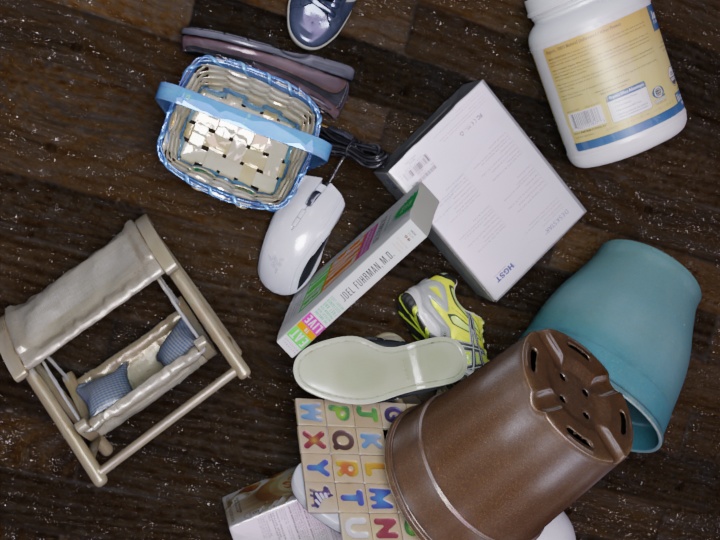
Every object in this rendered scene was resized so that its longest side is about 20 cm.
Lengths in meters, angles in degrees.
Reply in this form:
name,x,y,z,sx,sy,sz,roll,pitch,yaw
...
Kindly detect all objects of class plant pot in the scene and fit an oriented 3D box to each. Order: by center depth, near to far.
name,x,y,z,sx,sy,sz,roll,pitch,yaw
plant pot,0.160,0.177,1.009,0.199,0.202,0.198,35,126,-13
plant pot,0.297,0.076,1.148,0.199,0.200,0.189,38,72,-13

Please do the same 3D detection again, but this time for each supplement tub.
name,x,y,z,sx,sy,sz,roll,pitch,yaw
supplement tub,0.278,-0.236,1.127,0.143,0.145,0.203,-24,100,-9

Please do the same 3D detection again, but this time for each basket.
name,x,y,z,sx,sy,sz,roll,pitch,yaw
basket,-0.120,-0.140,1.013,0.174,0.200,0.141,21,83,-7

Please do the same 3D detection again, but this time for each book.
name,x,y,z,sx,sy,sz,roll,pitch,yaw
book,0.000,0.000,1.056,0.048,0.134,0.200,45,110,-8

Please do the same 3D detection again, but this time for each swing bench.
name,x,y,z,sx,sy,sz,roll,pitch,yaw
swing bench,-0.255,0.077,1.047,0.198,0.130,0.201,-36,101,-6

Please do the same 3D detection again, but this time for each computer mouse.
name,x,y,z,sx,sy,sz,roll,pitch,yaw
computer mouse,-0.056,-0.066,1.105,0.108,0.044,0.202,27,90,15

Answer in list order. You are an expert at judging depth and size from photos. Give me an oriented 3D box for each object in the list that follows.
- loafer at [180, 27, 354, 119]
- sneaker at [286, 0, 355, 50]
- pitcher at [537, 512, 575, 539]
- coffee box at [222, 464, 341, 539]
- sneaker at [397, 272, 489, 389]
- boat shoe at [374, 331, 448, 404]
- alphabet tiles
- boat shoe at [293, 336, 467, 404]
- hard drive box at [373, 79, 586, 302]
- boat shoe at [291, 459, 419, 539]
name,x,y,z,sx,sy,sz,roll,pitch,yaw
loafer,-0.104,-0.217,1.084,0.197,0.072,0.064,11,97,-16
sneaker,-0.018,-0.339,1.081,0.074,0.084,0.202,28,89,-14
pitcher,0.142,0.316,1.169,0.198,0.171,0.123,20,61,-31
coffee box,-0.050,0.270,1.120,0.197,0.114,0.081,-21,99,-11
sneaker,0.124,0.095,1.163,0.076,0.075,0.202,-36,108,-16
boat shoe,0.079,0.162,1.162,0.072,0.065,0.201,-36,102,-7
alphabet tiles,0.018,0.226,1.039,0.164,0.202,0.008,6,139,-20
boat shoe,0.016,0.110,1.079,0.196,0.066,0.076,-8,76,-20
hard drive box,0.139,-0.092,1.145,0.156,0.077,0.201,-42,102,-5
boat shoe,0.011,0.271,1.043,0.198,0.069,0.057,28,133,-1
